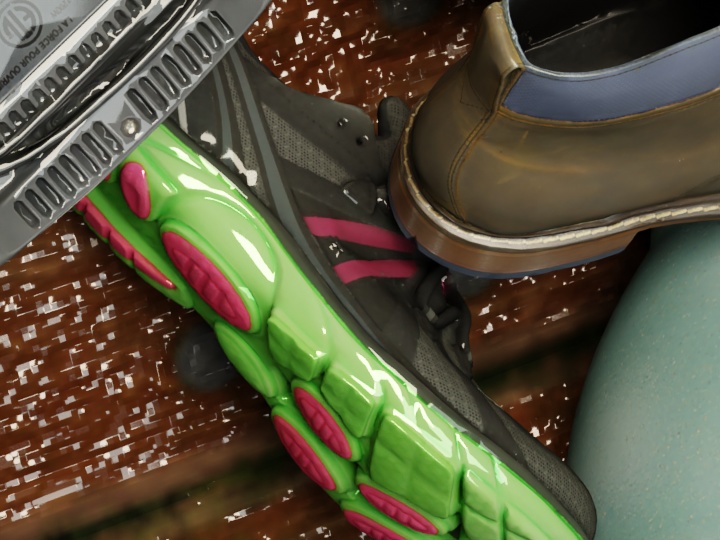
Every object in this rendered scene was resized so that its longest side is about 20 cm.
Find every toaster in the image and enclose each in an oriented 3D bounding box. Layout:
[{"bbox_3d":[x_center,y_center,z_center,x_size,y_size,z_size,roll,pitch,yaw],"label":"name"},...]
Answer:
[{"bbox_3d":[-0.099,-0.085,0.702,0.200,0.129,0.114,-46,117,-8],"label":"toaster"}]

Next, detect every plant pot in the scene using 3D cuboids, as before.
[{"bbox_3d":[0.148,0.034,0.828,0.200,0.200,0.134,1,74,-25],"label":"plant pot"}]

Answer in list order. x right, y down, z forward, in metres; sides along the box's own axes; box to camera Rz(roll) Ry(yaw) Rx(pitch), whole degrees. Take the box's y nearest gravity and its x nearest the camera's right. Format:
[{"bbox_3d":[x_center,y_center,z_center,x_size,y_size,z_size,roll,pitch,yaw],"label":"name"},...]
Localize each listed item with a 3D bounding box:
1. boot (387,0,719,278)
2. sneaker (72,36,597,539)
[{"bbox_3d":[0.107,-0.060,0.730,0.200,0.097,0.075,-22,73,-14],"label":"boot"},{"bbox_3d":[0.000,0.000,0.773,0.084,0.077,0.200,-41,91,-24],"label":"sneaker"}]
